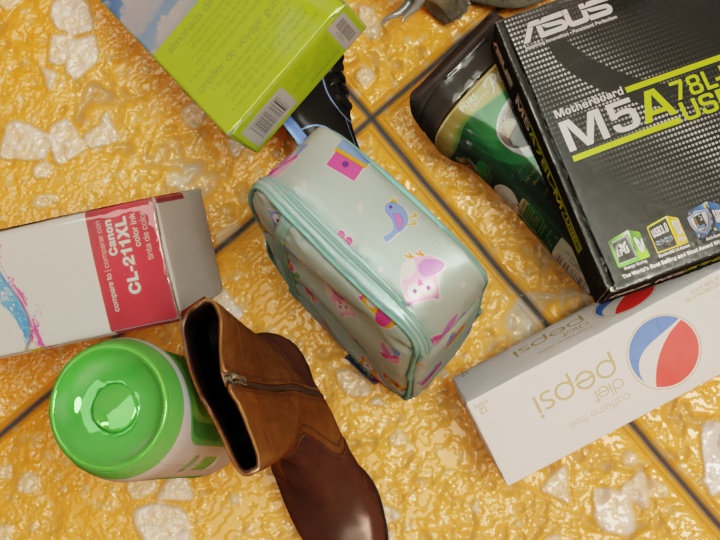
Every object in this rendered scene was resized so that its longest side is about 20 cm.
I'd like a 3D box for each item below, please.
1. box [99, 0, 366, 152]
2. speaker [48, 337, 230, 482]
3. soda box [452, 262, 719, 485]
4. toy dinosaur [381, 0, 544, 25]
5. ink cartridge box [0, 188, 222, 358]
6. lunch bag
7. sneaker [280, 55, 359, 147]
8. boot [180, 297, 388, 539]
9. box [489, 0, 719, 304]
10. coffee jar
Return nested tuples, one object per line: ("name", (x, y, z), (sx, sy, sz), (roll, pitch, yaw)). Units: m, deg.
("box", (-0.104, -0.194, 0.762), (0.122, 0.048, 0.200), (-47, 65, 6))
("speaker", (-0.131, 0.094, 0.691), (0.087, 0.200, 0.090), (-1, 80, 7))
("soda box", (0.167, 0.063, 0.720), (0.198, 0.064, 0.069), (-28, 101, 1))
("toy dinosaur", (0.111, -0.237, 0.795), (0.197, 0.077, 0.104), (-4, 91, 1))
("ink cartridge box", (-0.212, 0.005, 0.737), (0.198, 0.146, 0.084), (-12, 96, 5))
("lunch bag", (0.000, 0.000, 0.696), (0.160, 0.200, 0.077), (42, 76, 12))
("sneaker", (-0.040, -0.156, 0.790), (0.078, 0.070, 0.201), (-34, 77, 7))
("boot", (-0.041, 0.117, 0.676), (0.068, 0.200, 0.190), (-18, 78, 3))
("box", (0.209, -0.102, 0.682), (0.198, 0.048, 0.195), (-18, 78, -3))
("coffee jar", (0.131, -0.084, 0.748), (0.104, 0.085, 0.200), (-44, 79, -3))
